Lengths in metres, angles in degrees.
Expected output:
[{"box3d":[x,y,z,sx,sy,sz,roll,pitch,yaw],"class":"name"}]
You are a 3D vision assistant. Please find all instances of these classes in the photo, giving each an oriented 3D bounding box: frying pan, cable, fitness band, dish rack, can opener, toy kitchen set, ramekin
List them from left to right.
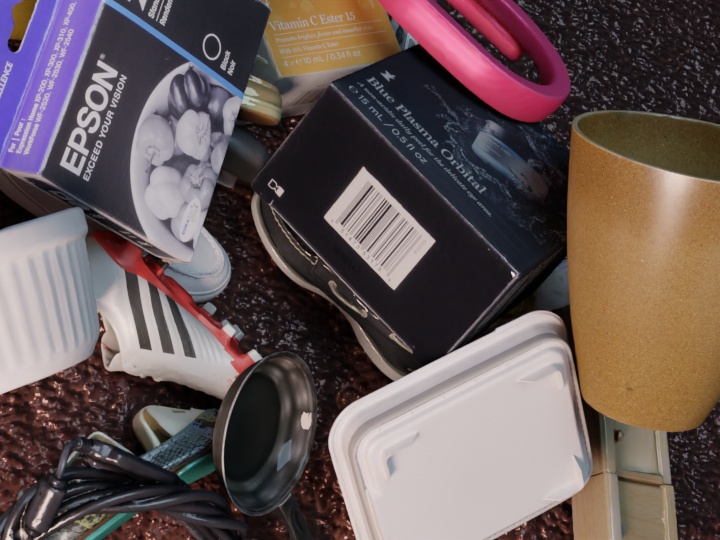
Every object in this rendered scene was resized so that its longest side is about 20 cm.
[{"box3d":[-0.258,0.036,1.132,0.202,0.202,0.095,-21,95,-36],"class":"ramekin"},{"box3d":[-0.158,0.204,1.168,0.200,0.051,0.164,33,85,-41],"class":"cable"},{"box3d":[-0.151,-0.116,1.314,0.199,0.066,0.053,22,56,-40],"class":"can opener"},{"box3d":[-0.054,0.132,1.266,0.115,0.031,0.190,-64,147,-24],"class":"frying pan"},{"box3d":[0.082,-0.196,1.398,0.200,0.037,0.144,42,25,-2],"class":"fitness band"},{"box3d":[0.084,0.138,1.307,0.199,0.044,0.172,-25,126,-14],"class":"dish rack"},{"box3d":[0.213,0.104,1.399,0.162,0.180,0.201,12,65,-32],"class":"toy kitchen set"}]

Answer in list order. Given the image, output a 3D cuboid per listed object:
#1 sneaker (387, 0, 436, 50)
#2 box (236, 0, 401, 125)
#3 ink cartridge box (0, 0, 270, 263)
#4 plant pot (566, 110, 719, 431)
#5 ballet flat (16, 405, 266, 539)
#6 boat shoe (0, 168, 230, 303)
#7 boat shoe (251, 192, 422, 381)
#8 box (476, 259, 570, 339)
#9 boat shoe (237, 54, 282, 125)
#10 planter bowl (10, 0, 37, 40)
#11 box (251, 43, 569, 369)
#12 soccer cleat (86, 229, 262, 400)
[{"box3d":[0.038,-0.181,1.482,0.077,0.078,0.201,-26,82,-24],"class":"sneaker"},{"box3d":[-0.070,-0.229,1.411,0.124,0.097,0.201,-14,79,-36],"class":"box"},{"box3d":[-0.160,-0.134,1.181,0.200,0.043,0.199,31,69,-44],"class":"ink cartridge box"},{"box3d":[0.223,0.005,1.288,0.185,0.186,0.201,-2,113,-33],"class":"plant pot"},{"box3d":[-0.152,0.131,1.236,0.200,0.074,0.074,-29,88,-39],"class":"ballet flat"},{"box3d":[-0.171,-0.048,1.292,0.200,0.068,0.072,39,55,-13],"class":"boat shoe"},{"box3d":[0.000,0.000,1.386,0.200,0.060,0.076,44,55,-10],"class":"boat shoe"},{"box3d":[0.143,0.021,1.482,0.199,0.041,0.039,-14,79,-36],"class":"box"},{"box3d":[-0.140,-0.169,1.315,0.199,0.073,0.063,27,85,6],"class":"boat shoe"},{"box3d":[-0.215,-0.223,1.237,0.083,0.201,0.201,31,56,3],"class":"planter bowl"},{"box3d":[0.059,-0.059,1.356,0.197,0.118,0.200,46,33,8],"class":"box"},{"box3d":[-0.138,0.053,1.281,0.085,0.069,0.200,-44,117,-1],"class":"soccer cleat"}]
